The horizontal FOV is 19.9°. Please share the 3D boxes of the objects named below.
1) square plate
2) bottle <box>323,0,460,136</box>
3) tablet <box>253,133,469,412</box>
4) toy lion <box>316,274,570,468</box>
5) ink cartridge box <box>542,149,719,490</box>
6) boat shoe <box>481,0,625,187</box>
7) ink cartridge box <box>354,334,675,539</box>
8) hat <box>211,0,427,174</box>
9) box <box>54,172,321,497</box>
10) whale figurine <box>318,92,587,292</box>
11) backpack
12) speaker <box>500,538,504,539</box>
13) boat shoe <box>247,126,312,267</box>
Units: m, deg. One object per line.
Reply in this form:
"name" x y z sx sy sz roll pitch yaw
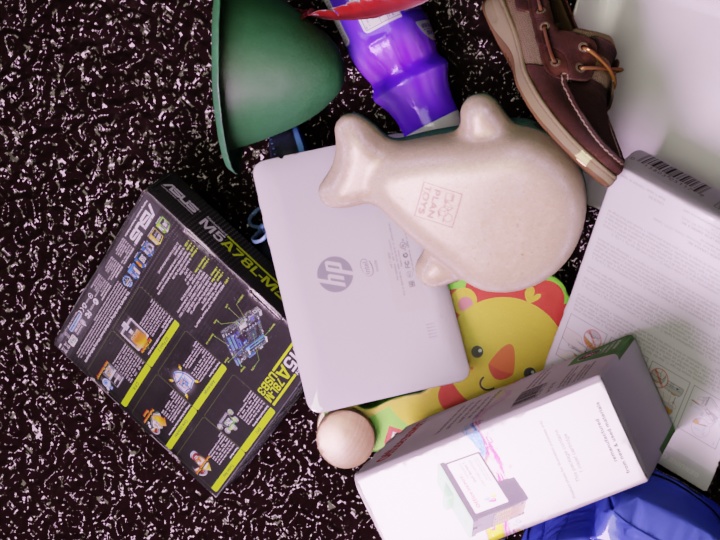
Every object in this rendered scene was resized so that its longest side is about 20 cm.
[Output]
"square plate" 0.236 -0.129 1.537 0.199 0.028 0.200 25 106 29
"bottle" 0.017 -0.191 1.583 0.065 0.083 0.201 -26 90 16
"tablet" 0.000 0.000 1.572 0.129 0.014 0.202 -12 77 -10
"toy lion" 0.080 0.078 1.606 0.198 0.069 0.193 16 97 -1
"ink cartridge box" 0.233 0.036 1.521 0.162 0.057 0.201 31 124 25
"boat shoe" 0.156 -0.151 1.517 0.072 0.072 0.201 -38 47 18
"ink cartridge box" 0.113 0.132 1.482 0.199 0.145 0.085 -24 93 19
"hat" -0.018 -0.158 1.557 0.174 0.200 0.167 -2 107 4
"box" -0.133 0.054 1.648 0.193 0.048 0.200 40 129 6
"whale figurine" 0.072 -0.066 1.545 0.198 0.104 0.160 15 116 1
"backpack" 0.202 0.231 1.534 0.162 0.200 0.169 34 101 0
"speaker" 0.038 0.274 1.648 0.081 0.081 0.201 30 105 10
"boat shoe" -0.054 -0.013 1.629 0.068 0.084 0.202 -11 93 5
